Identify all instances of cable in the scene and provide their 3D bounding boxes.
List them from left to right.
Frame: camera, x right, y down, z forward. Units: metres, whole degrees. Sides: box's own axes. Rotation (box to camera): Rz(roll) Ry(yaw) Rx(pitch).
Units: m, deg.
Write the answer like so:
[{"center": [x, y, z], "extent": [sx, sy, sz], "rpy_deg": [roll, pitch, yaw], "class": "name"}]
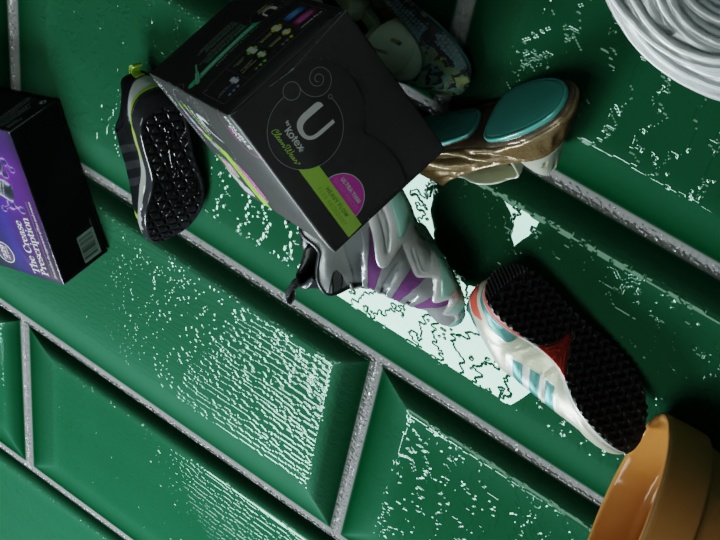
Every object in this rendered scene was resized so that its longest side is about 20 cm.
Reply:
[{"center": [0.248, -0.203, 0.928], "extent": [0.199, 0.069, 0.200], "rpy_deg": [-9, 118, 45], "class": "cable"}]

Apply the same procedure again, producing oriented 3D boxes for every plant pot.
[{"center": [0.281, 0.240, 1.203], "extent": [0.140, 0.200, 0.200], "rpy_deg": [24, 139, 2], "class": "plant pot"}]

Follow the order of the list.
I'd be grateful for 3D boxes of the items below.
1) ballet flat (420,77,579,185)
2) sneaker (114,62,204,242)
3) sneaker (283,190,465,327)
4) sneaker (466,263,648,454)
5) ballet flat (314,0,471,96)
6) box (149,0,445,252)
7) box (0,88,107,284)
[{"center": [0.115, -0.103, 1.149], "extent": [0.072, 0.068, 0.200], "rpy_deg": [41, 147, -28], "class": "ballet flat"}, {"center": [-0.206, -0.121, 1.435], "extent": [0.083, 0.071, 0.201], "rpy_deg": [49, 148, 37], "class": "sneaker"}, {"center": [0.000, 0.000, 1.254], "extent": [0.200, 0.140, 0.078], "rpy_deg": [57, -176, -33], "class": "sneaker"}, {"center": [0.170, 0.081, 1.263], "extent": [0.200, 0.070, 0.093], "rpy_deg": [47, 160, -4], "class": "sneaker"}, {"center": [0.001, -0.203, 1.154], "extent": [0.200, 0.074, 0.074], "rpy_deg": [43, 142, 4], "class": "ballet flat"}, {"center": [-0.055, -0.129, 1.145], "extent": [0.149, 0.124, 0.200], "rpy_deg": [51, 170, -29], "class": "box"}, {"center": [-0.382, -0.097, 1.593], "extent": [0.141, 0.079, 0.201], "rpy_deg": [16, 133, 36], "class": "box"}]
